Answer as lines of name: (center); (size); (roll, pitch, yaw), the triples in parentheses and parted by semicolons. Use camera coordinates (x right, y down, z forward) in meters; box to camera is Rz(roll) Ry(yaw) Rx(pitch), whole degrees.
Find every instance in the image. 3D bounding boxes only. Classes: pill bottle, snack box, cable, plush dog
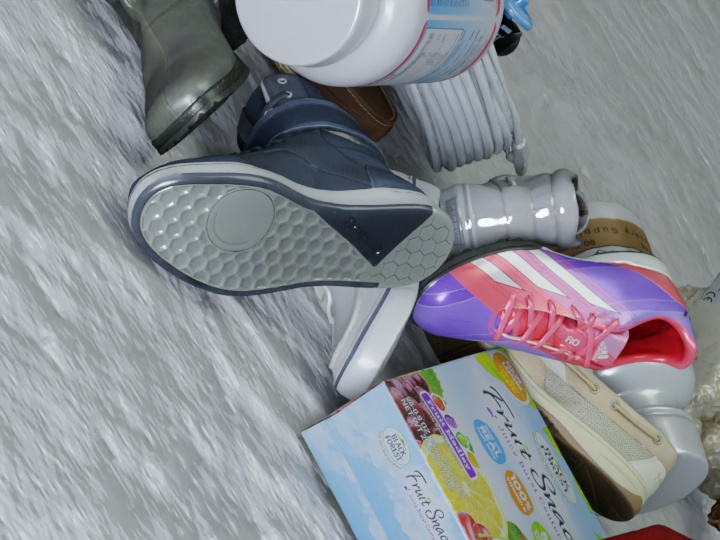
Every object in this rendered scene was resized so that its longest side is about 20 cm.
pill bottle: (0.005, -0.166, 1.333); (0.109, 0.108, 0.200); (62, 24, 8)
snack box: (0.066, 0.139, 1.272); (0.169, 0.068, 0.200); (61, 21, 7)
pill bottle: (0.168, 0.062, 1.521); (0.114, 0.114, 0.201); (30, 37, -50)
cable: (0.044, -0.168, 1.536); (0.200, 0.069, 0.201); (64, 1, -65)
plush dog: (0.274, 0.103, 1.687); (0.172, 0.160, 0.201); (70, 8, -45)

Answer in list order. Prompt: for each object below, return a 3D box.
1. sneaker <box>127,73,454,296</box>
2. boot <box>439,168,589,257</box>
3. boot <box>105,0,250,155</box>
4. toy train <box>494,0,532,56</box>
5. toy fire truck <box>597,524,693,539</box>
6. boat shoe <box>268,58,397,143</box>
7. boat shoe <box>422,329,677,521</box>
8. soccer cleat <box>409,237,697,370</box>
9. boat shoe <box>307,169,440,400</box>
sneaker: (-0.063, -0.054, 1.241); (0.201, 0.077, 0.146); (6, 31, -37)
boot: (0.105, -0.026, 1.457); (0.200, 0.095, 0.074); (6, 77, -86)
boot: (-0.128, -0.151, 1.251); (0.131, 0.068, 0.200); (46, 18, -18)
toy train: (0.059, -0.233, 1.709); (0.200, 0.087, 0.115); (29, 28, -54)
toy fire truck: (0.114, 0.222, 1.117); (0.112, 0.201, 0.168); (27, 0, 43)
boat shoe: (-0.033, -0.173, 1.456); (0.201, 0.067, 0.072); (55, 22, -9)
boat shoe: (0.119, 0.070, 1.411); (0.200, 0.072, 0.065); (44, 66, 1)
soccer cleat: (0.122, 0.028, 1.352); (0.199, 0.068, 0.073); (1, 45, -34)
boat shoe: (0.000, 0.000, 1.314); (0.065, 0.072, 0.200); (24, 41, -6)
